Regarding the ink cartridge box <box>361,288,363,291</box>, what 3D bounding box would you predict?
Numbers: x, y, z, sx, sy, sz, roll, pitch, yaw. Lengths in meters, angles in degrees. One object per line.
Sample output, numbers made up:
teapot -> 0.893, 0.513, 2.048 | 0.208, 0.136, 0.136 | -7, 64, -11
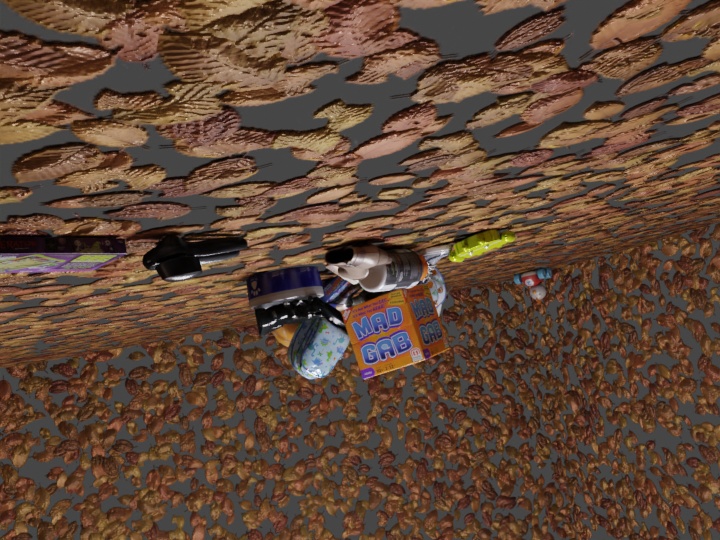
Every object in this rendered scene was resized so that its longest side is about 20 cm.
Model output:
ink cartridge box -> 0.105, 0.027, 2.101 | 0.199, 0.060, 0.104 | -12, 173, 9

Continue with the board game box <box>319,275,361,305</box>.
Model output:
board game box -> -0.039, 0.042, 1.816 | 0.135, 0.034, 0.200 | -44, 167, 6

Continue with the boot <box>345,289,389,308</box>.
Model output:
boot -> 0.022, 0.070, 1.879 | 0.130, 0.068, 0.200 | -28, 159, -18

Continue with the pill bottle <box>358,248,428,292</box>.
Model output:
pill bottle -> 0.090, -0.003, 1.618 | 0.106, 0.107, 0.199 | -17, 171, 42

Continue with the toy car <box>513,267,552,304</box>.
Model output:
toy car -> 1.031, 0.101, 3.684 | 0.184, 0.201, 0.176 | -17, 171, 37

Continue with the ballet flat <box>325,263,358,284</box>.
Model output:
ballet flat -> 0.000, 0.000, 1.659 | 0.199, 0.068, 0.068 | -7, 172, -33

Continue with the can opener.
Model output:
can opener -> -0.268, -0.025, 1.031 | 0.063, 0.079, 0.200 | -25, 176, 32

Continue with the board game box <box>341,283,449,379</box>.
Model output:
board game box -> 0.102, 0.169, 1.772 | 0.199, 0.201, 0.200 | -22, 172, 26

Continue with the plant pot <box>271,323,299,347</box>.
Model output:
plant pot -> -0.193, 0.115, 1.872 | 0.199, 0.201, 0.183 | -11, 158, 1

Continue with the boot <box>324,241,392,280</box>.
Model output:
boot -> -0.027, -0.024, 1.469 | 0.199, 0.071, 0.146 | -19, 164, 42

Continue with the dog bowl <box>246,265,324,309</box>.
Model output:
dog bowl -> -0.202, 0.047, 1.670 | 0.199, 0.079, 0.200 | -11, 173, -1

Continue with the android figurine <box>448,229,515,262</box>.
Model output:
android figurine -> 0.325, -0.069, 1.689 | 0.181, 0.041, 0.200 | -21, 172, 21

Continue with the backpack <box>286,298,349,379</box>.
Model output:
backpack -> -0.119, 0.205, 1.762 | 0.200, 0.154, 0.163 | -48, 128, 5

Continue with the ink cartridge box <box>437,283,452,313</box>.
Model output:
ink cartridge box -> 0.197, 0.120, 2.078 | 0.162, 0.200, 0.050 | 18, 151, 40

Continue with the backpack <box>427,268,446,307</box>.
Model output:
backpack -> 0.170, 0.059, 1.974 | 0.190, 0.201, 0.154 | -25, -168, -16

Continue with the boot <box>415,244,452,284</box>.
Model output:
boot -> 0.191, -0.011, 1.779 | 0.072, 0.091, 0.200 | -6, 172, -37

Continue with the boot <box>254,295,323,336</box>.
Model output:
boot -> -0.192, 0.117, 1.650 | 0.162, 0.074, 0.198 | -13, 173, -16

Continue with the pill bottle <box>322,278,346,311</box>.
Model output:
pill bottle -> -0.136, 0.097, 2.043 | 0.199, 0.116, 0.116 | -13, 173, 12

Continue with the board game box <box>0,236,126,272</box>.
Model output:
board game box -> -0.454, -0.021, 0.889 | 0.120, 0.032, 0.200 | -22, 168, 38
